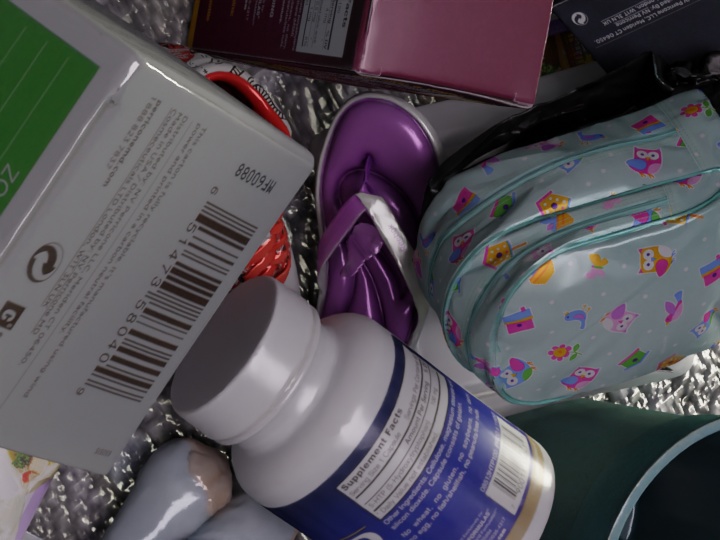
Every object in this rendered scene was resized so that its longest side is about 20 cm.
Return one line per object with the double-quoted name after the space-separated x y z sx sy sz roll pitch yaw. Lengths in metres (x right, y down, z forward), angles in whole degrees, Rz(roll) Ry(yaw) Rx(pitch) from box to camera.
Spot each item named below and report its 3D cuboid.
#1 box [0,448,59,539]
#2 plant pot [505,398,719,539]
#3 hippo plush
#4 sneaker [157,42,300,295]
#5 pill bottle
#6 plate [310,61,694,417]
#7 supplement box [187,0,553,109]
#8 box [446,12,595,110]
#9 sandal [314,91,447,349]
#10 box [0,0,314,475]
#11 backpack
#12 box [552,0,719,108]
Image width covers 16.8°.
-0.197 0.118 1.319 0.039 0.041 0.201 31 83 -30 "box"
0.164 0.163 1.447 0.200 0.196 0.201 -6 102 -29 "plant pot"
-0.081 0.182 1.326 0.199 0.161 0.160 17 90 -31 "hippo plush"
-0.068 -0.029 1.331 0.067 0.108 0.202 -32 113 -22 "sneaker"
-0.001 0.094 1.341 0.200 0.120 0.120 37 79 -23 "pill bottle"
0.088 -0.007 1.426 0.199 0.032 0.200 -14 104 -4 "plate"
0.003 -0.143 1.299 0.110 0.200 0.086 9 93 -31 "supplement box"
0.126 -0.061 1.480 0.136 0.039 0.201 -17 106 -27 "box"
0.007 0.001 1.377 0.082 0.050 0.203 8 110 9 "sandal"
-0.171 -0.038 1.174 0.199 0.171 0.200 -56 154 3 "box"
0.131 -0.014 1.326 0.199 0.127 0.167 -16 127 -11 "backpack"
0.223 -0.170 1.423 0.198 0.123 0.200 45 40 -27 "box"
